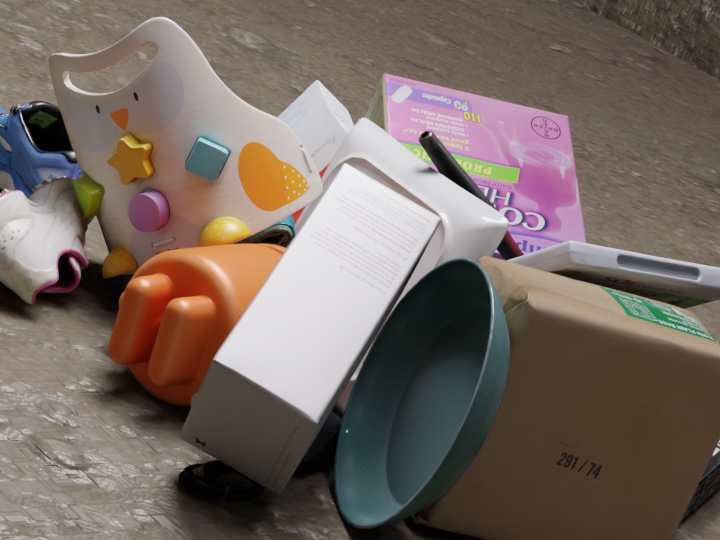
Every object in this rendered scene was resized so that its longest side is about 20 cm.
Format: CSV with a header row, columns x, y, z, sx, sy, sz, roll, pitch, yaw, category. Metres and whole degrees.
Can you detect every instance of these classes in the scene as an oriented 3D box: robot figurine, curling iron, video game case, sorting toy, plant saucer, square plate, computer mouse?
x,y,z,sx,sy,sz,roll,pitch,yaw,category
-0.099,0.037,1.618,0.144,0.117,0.200,-19,-8,33,robot figurine
0.110,-0.044,1.743,0.200,0.050,0.026,44,14,-27,curling iron
0.161,0.019,1.702,0.182,0.022,0.200,9,-18,-37,video game case
-0.163,-0.100,1.701,0.200,0.180,0.107,-16,15,31,sorting toy
0.048,0.089,1.505,0.036,0.200,0.200,24,15,-21,plant saucer
0.000,0.000,1.710,0.028,0.198,0.200,23,11,-46,square plate
-0.064,0.124,1.537,0.059,0.034,0.200,28,19,18,computer mouse

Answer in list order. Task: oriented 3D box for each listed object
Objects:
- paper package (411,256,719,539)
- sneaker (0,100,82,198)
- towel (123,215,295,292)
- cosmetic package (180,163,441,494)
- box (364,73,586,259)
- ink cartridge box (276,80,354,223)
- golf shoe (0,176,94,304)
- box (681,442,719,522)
x,y,z,sx,sy,sz,roll,pitch,yaw,category
0.149,0.105,1.586,0.200,0.191,0.103,16,18,-24,paper package
-0.283,-0.110,1.886,0.079,0.089,0.200,7,22,-42,sneaker
-0.129,-0.035,1.819,0.147,0.022,0.200,-23,20,1,towel
-0.034,0.038,1.493,0.085,0.108,0.200,30,54,2,cosmetic package
0.090,-0.053,1.874,0.176,0.097,0.200,12,45,-14,box
-0.071,-0.072,1.906,0.047,0.160,0.200,45,9,-19,ink cartridge box
-0.247,-0.019,1.718,0.092,0.075,0.200,47,18,4,golf shoe
0.200,0.135,1.801,0.193,0.048,0.200,25,18,20,box
